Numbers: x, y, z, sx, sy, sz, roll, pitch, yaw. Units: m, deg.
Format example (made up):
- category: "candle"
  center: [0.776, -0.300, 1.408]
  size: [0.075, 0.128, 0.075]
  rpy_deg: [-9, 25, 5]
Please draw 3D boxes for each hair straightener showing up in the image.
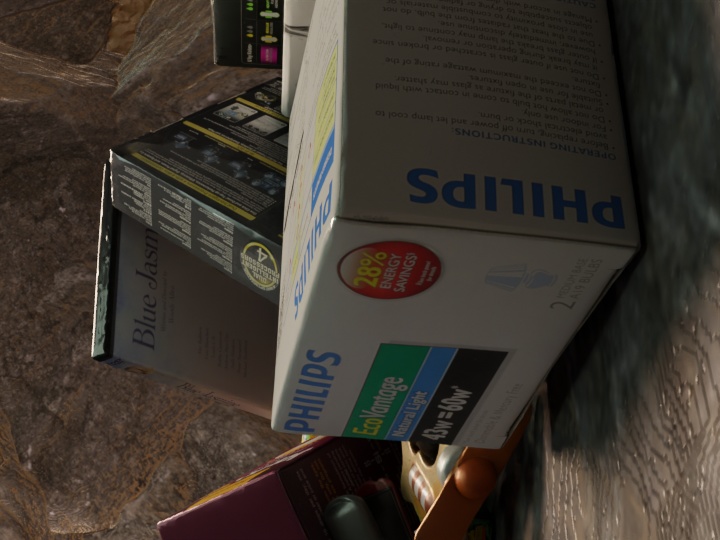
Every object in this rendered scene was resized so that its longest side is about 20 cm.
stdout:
- category: "hair straightener"
  center: [0.022, 0.228, 0.706]
  size: [0.077, 0.041, 0.201]
  rpy_deg: [-10, -101, -54]

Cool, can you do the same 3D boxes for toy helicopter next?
- category: "toy helicopter"
  center: [0.052, 0.136, 0.675]
  size: [0.132, 0.079, 0.201]
  rpy_deg: [152, 116, -70]

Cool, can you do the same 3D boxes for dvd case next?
- category: "dvd case"
  center: [-0.105, 0.019, 0.831]
  size: [0.200, 0.017, 0.143]
  rpy_deg: [27, -127, -48]

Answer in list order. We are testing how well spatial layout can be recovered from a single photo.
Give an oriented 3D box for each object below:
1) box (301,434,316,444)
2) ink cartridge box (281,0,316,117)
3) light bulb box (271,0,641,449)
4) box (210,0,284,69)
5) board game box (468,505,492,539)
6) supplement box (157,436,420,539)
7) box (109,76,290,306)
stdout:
- category: "box"
  center: [0.012, 0.118, 0.955]
  size: [0.200, 0.117, 0.049]
  rpy_deg: [96, 171, -51]
- category: "ink cartridge box"
  center: [0.028, -0.162, 0.706]
  size: [0.200, 0.145, 0.085]
  rpy_deg: [105, 169, -71]
- category: "light bulb box"
  center: [0.032, -0.047, 0.569]
  size: [0.198, 0.124, 0.201]
  rpy_deg: [109, 164, -57]
- category: "box"
  center: [-0.005, -0.235, 0.858]
  size: [0.124, 0.199, 0.149]
  rpy_deg: [99, 174, -60]
- category: "board game box"
  center: [0.063, 0.249, 0.784]
  size: [0.105, 0.023, 0.201]
  rpy_deg: [-140, 53, -83]
- category: "supplement box"
  center: [-0.030, 0.165, 0.821]
  size: [0.200, 0.110, 0.086]
  rpy_deg: [-17, -99, -62]
- category: "box"
  center: [-0.034, -0.050, 0.754]
  size: [0.161, 0.200, 0.049]
  rpy_deg: [-32, -40, -43]
